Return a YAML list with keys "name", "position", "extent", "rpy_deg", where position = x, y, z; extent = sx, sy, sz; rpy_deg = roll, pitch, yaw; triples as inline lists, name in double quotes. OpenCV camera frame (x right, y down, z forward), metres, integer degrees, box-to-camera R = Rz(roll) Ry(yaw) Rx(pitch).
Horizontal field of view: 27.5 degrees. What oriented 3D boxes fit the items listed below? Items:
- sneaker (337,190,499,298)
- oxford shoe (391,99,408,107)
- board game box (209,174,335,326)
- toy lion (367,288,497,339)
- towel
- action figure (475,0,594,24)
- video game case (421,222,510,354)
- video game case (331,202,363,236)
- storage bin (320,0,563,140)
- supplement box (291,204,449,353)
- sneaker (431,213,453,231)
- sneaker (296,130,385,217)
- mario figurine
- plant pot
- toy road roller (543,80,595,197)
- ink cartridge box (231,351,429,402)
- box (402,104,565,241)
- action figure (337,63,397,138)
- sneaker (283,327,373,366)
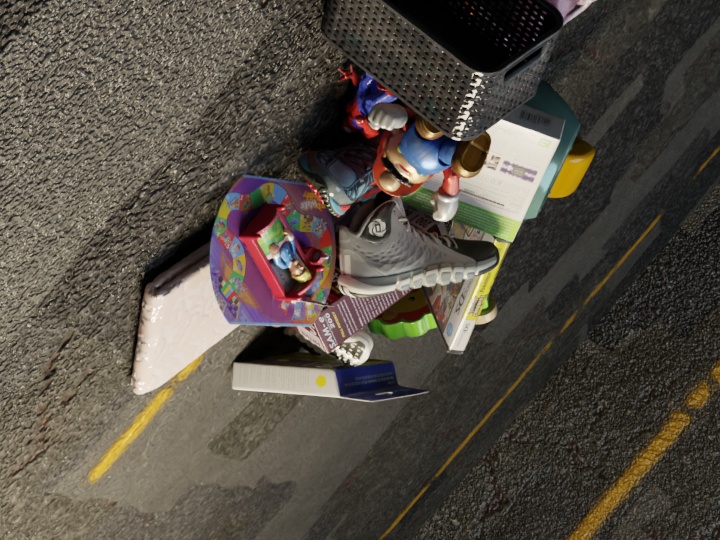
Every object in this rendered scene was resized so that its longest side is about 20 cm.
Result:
- name: "sneaker"
  position: [0.065, -0.041, 1.649]
  extent: [0.200, 0.075, 0.116]
  rpy_deg: [-12, 101, -25]
- name: "oxford shoe"
  position: [0.058, -0.236, 1.616]
  extent: [0.072, 0.071, 0.200]
  rpy_deg: [-11, 142, -27]
- name: "board game box"
  position: [-0.077, -0.019, 1.572]
  extent: [0.200, 0.039, 0.158]
  rpy_deg: [5, 89, -51]
- name: "toy lion"
  position: [0.090, 0.015, 2.045]
  extent: [0.200, 0.191, 0.069]
  rpy_deg: [-84, 162, -51]
- name: "towel"
  position: [-0.175, 0.032, 1.634]
  extent: [0.191, 0.032, 0.200]
  rpy_deg: [-38, 160, -33]
- name: "action figure"
  position: [0.164, -0.251, 1.649]
  extent: [0.200, 0.149, 0.134]
  rpy_deg: [-68, -171, -17]
- name: "video game case"
  position: [0.126, -0.024, 1.897]
  extent: [0.025, 0.200, 0.181]
  rpy_deg: [7, 124, -20]
- name: "video game case"
  position: [-0.021, -0.031, 1.783]
  extent: [0.200, 0.019, 0.143]
  rpy_deg: [-47, 131, -11]
- name: "storage bin"
  position: [0.075, -0.235, 1.409]
  extent: [0.135, 0.200, 0.094]
  rpy_deg: [-37, 157, -34]
- name: "supplement box"
  position: [0.000, 0.000, 1.729]
  extent: [0.200, 0.109, 0.061]
  rpy_deg: [-38, 129, -18]
- name: "sneaker"
  position: [0.065, -0.040, 1.920]
  extent: [0.060, 0.104, 0.200]
  rpy_deg: [-8, 137, -34]
- name: "sneaker"
  position: [0.000, -0.124, 1.638]
  extent: [0.095, 0.079, 0.200]
  rpy_deg: [-39, 177, 22]
- name: "mario figurine"
  position: [0.058, -0.111, 1.514]
  extent: [0.106, 0.124, 0.200]
  rpy_deg: [-9, 177, -16]
- name: "plant pot"
  position: [0.167, -0.152, 1.771]
  extent: [0.201, 0.161, 0.201]
  rpy_deg: [-62, 173, -13]
- name: "toy road roller"
  position: [0.224, -0.158, 2.003]
  extent: [0.200, 0.146, 0.123]
  rpy_deg: [-35, 157, -38]
- name: "ink cartridge box"
  position: [-0.036, 0.138, 1.931]
  extent: [0.198, 0.200, 0.047]
  rpy_deg: [1, 90, -67]
- name: "box"
  position: [0.131, -0.121, 1.641]
  extent: [0.200, 0.144, 0.036]
  rpy_deg: [109, 1, -55]
- name: "action figure"
  position: [0.007, -0.184, 1.560]
  extent: [0.052, 0.066, 0.200]
  rpy_deg: [-14, 169, -11]
- name: "sneaker"
  position: [-0.033, 0.070, 1.885]
  extent: [0.081, 0.075, 0.200]
  rpy_deg: [-56, -158, -10]
